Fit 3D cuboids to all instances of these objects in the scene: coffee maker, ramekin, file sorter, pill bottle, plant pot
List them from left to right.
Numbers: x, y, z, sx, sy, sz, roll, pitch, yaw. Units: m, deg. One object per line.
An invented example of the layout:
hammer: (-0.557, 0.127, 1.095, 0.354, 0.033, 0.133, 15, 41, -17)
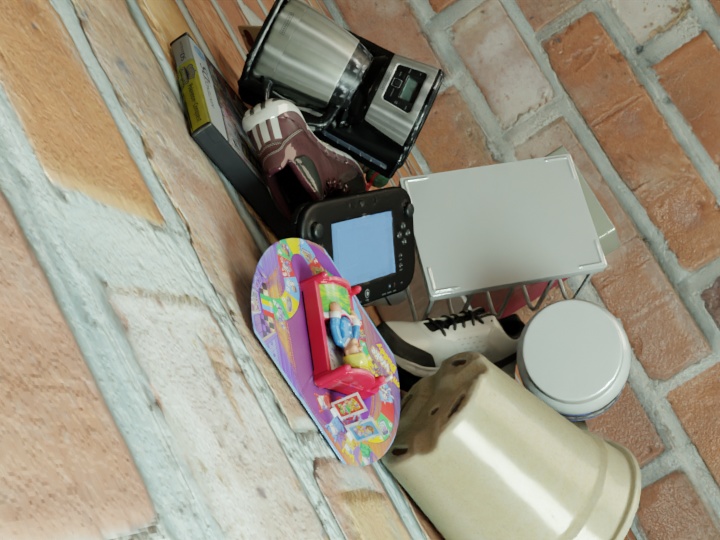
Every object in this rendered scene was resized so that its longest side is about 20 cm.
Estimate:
coffee maker: (-0.021, -0.202, 1.279, 0.198, 0.136, 0.192, 28, 7, -4)
ramekin: (0.095, 0.054, 1.528, 0.201, 0.104, 0.200, 56, 9, -13)
file sorter: (0.144, -0.025, 1.307, 0.125, 0.197, 0.141, 106, -28, -63)
plant pot: (0.124, 0.181, 1.087, 0.183, 0.200, 0.201, 44, 13, -15)
pill bottle: (0.216, 0.091, 1.193, 0.115, 0.113, 0.200, 60, 5, 14)

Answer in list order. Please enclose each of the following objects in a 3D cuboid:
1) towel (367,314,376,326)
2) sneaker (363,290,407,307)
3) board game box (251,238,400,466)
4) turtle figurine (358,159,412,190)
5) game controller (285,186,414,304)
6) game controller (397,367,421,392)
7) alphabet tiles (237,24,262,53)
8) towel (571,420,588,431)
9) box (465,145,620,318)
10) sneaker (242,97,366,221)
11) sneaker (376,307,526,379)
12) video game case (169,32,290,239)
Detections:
towel: (-0.003, 0.077, 1.193, 0.153, 0.023, 0.201, 55, 10, -27)
sneaker: (0.000, 0.000, 1.293, 0.200, 0.070, 0.074, 57, 17, -63)
board game box: (-0.011, 0.058, 0.989, 0.201, 0.039, 0.158, 58, 30, -14)
turtle figurine: (-0.010, -0.159, 1.548, 0.200, 0.150, 0.101, 47, 0, 20)
game controller: (-0.004, -0.020, 1.136, 0.199, 0.042, 0.106, -16, 97, -56)
game controller: (0.121, 0.146, 1.272, 0.198, 0.043, 0.104, 23, 17, 32)
alphabet tiles: (-0.071, -0.206, 1.448, 0.166, 0.008, 0.202, 19, -42, 53)
towel: (0.172, 0.175, 1.397, 0.192, 0.197, 0.035, -4, 102, -81)
box: (0.205, -0.040, 1.466, 0.129, 0.199, 0.109, 60, 9, 16)
sneaker: (-0.049, -0.077, 1.190, 0.200, 0.075, 0.117, 37, 31, -51)
sneaker: (0.097, 0.069, 1.249, 0.198, 0.081, 0.074, 9, 26, -38)
video game case: (-0.120, -0.127, 1.219, 0.200, 0.025, 0.182, 51, 12, -40)
